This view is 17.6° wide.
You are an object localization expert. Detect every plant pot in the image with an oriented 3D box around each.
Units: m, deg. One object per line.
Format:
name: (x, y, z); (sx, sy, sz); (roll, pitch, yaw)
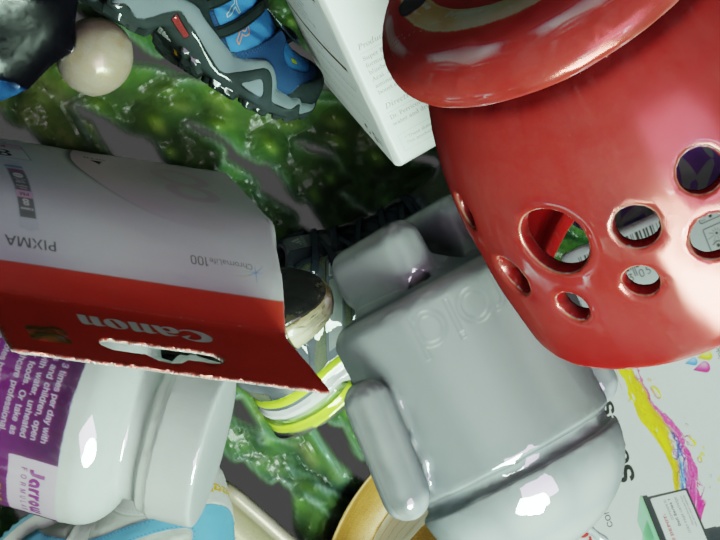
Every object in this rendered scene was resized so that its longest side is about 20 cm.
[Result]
plant pot: (0.120, -0.084, 1.056); (0.200, 0.201, 0.183); (-37, 120, 0)

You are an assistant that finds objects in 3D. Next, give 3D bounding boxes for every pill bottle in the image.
pill bottle: (-0.167, 0.063, 1.163); (0.199, 0.112, 0.113); (15, 113, 6)

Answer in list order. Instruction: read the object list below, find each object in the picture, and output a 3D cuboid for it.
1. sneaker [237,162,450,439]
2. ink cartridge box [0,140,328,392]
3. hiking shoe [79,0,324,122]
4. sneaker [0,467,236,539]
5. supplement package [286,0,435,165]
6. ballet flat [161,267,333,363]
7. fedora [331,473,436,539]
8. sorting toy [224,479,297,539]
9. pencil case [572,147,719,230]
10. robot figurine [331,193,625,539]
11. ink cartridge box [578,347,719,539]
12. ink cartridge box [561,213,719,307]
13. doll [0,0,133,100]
sneaker: (0.000, 0.000, 1.269); (0.200, 0.074, 0.081); (-47, 119, 4)
ink cartridge box: (-0.113, -0.008, 1.131); (0.162, 0.200, 0.057); (9, 103, -25)
hiking shoe: (-0.070, -0.140, 1.149); (0.087, 0.074, 0.200); (-57, 142, 0)
sneaker: (-0.143, 0.168, 1.261); (0.076, 0.081, 0.200); (11, 138, -41)
supplement package: (0.013, -0.180, 1.152); (0.121, 0.120, 0.201); (-29, 123, -5)
ballet flat: (-0.097, 0.054, 1.242); (0.199, 0.067, 0.057); (-26, 123, 20)
fedora: (0.079, 0.180, 1.382); (0.199, 0.082, 0.202); (-10, 119, -18)
sorting toy: (-0.081, 0.246, 1.344); (0.185, 0.036, 0.200); (42, 99, -12)
pencil case: (0.209, -0.064, 1.314); (0.199, 0.084, 0.086); (-2, 81, -23)
robot figurine: (0.062, 0.065, 1.192); (0.169, 0.113, 0.201); (-28, 89, -35)
ink cartridge box: (0.162, 0.120, 1.325); (0.199, 0.084, 0.146); (-12, 81, -29)
ink cartridge box: (0.221, -0.016, 1.290); (0.162, 0.057, 0.200); (-26, 171, 24)
doll: (-0.191, -0.143, 1.132); (0.199, 0.048, 0.137); (30, 95, -31)
